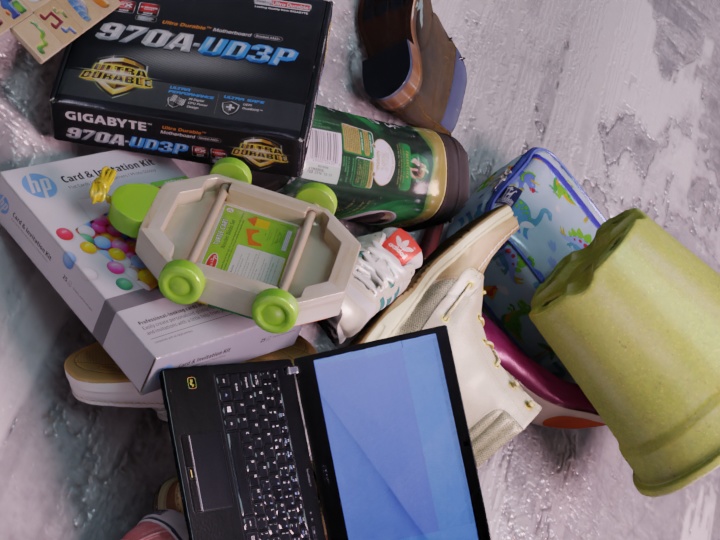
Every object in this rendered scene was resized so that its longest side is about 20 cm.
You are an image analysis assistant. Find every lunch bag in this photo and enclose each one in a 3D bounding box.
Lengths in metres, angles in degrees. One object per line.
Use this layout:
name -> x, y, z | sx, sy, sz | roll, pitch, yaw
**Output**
lunch bag -> 0.179, -0.006, 1.617 | 0.200, 0.082, 0.161 | 52, 40, -7

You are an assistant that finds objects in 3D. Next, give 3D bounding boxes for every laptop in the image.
laptop -> -0.022, 0.139, 1.221 | 0.199, 0.103, 0.179 | -1, 75, -47

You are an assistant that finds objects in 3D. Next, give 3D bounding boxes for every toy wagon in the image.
toy wagon -> -0.101, -0.025, 1.267 | 0.198, 0.040, 0.156 | 17, 35, 1

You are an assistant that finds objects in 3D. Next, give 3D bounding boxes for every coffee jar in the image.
coffee jar -> -0.006, -0.086, 1.475 | 0.199, 0.104, 0.086 | 9, 77, -39

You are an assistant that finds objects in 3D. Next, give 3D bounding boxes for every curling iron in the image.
curling iron -> 0.052, -0.005, 1.529 | 0.025, 0.050, 0.201 | 20, 58, 6

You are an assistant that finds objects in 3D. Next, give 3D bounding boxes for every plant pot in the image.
plant pot -> 0.248, 0.056, 1.482 | 0.184, 0.200, 0.201 | 45, 44, -6

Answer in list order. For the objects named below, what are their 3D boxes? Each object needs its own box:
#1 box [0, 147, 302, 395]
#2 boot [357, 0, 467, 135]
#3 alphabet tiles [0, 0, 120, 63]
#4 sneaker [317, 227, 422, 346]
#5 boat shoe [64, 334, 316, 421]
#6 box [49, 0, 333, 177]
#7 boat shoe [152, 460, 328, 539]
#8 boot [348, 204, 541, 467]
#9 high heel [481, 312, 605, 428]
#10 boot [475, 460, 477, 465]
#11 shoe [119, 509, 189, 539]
box -> -0.156, -0.008, 1.289 | 0.155, 0.041, 0.200 | -16, 53, -45
boot -> 0.051, -0.214, 1.645 | 0.097, 0.074, 0.201 | 41, 43, -41
alphabet tiles -> -0.266, -0.240, 1.311 | 0.167, 0.006, 0.200 | 47, 32, -7
sneaker -> 0.000, 0.000, 1.374 | 0.070, 0.093, 0.200 | 50, 5, 1
boat shoe -> -0.125, 0.089, 1.292 | 0.199, 0.070, 0.071 | -1, 28, -30
box -> -0.129, -0.158, 1.373 | 0.198, 0.046, 0.160 | 9, 51, 1
boat shoe -> -0.057, 0.176, 1.299 | 0.199, 0.074, 0.076 | 1, 66, -42
boot -> 0.098, 0.058, 1.457 | 0.155, 0.072, 0.200 | 44, 75, -3
high heel -> 0.150, 0.080, 1.543 | 0.199, 0.067, 0.097 | 17, 66, -30
boot -> 0.031, 0.199, 1.321 | 0.131, 0.069, 0.202 | -14, 96, -53
shoe -> -0.112, 0.268, 1.204 | 0.201, 0.071, 0.091 | 53, 46, 2
